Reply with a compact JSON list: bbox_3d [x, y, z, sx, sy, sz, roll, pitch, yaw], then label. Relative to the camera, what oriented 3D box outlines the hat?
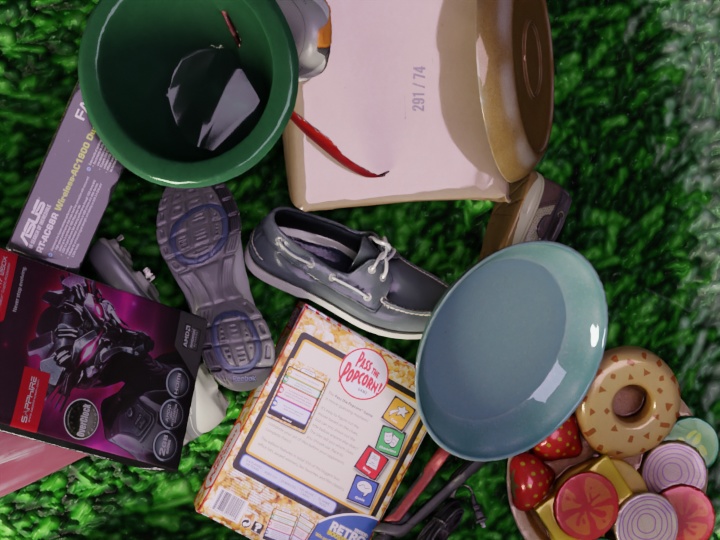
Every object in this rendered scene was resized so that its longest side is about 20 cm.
[{"bbox_3d":[-0.107,-0.131,1.235,0.164,0.176,0.202,-30,82,6],"label":"hat"}]

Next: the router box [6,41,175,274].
[{"bbox_3d":[-0.219,-0.099,1.282,0.062,0.150,0.202,23,89,-11],"label":"router box"}]

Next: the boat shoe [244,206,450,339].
[{"bbox_3d":[0.000,0.000,1.357,0.198,0.062,0.073,20,46,-6],"label":"boat shoe"}]

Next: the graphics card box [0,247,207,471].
[{"bbox_3d":[-0.216,0.071,1.197,0.199,0.051,0.127,23,71,-38],"label":"graphics card box"}]

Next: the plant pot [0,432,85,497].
[{"bbox_3d":[-0.297,0.098,1.268,0.177,0.199,0.203,-11,95,-25],"label":"plant pot"}]

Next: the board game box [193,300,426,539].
[{"bbox_3d":[-0.033,0.151,1.380,0.150,0.046,0.202,29,87,-10],"label":"board game box"}]

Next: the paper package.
[{"bbox_3d":[0.024,-0.154,1.347,0.188,0.103,0.203,-4,94,-10],"label":"paper package"}]

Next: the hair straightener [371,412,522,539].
[{"bbox_3d":[0.080,0.199,1.375,0.077,0.041,0.200,42,65,-1],"label":"hair straightener"}]

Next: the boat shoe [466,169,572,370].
[{"bbox_3d":[0.132,0.013,1.388,0.064,0.073,0.202,19,95,-16],"label":"boat shoe"}]

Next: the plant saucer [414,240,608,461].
[{"bbox_3d":[0.122,0.064,1.345,0.198,0.036,0.202,-14,118,-27],"label":"plant saucer"}]

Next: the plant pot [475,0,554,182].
[{"bbox_3d":[0.134,-0.175,1.322,0.027,0.200,0.203,-2,94,20],"label":"plant pot"}]

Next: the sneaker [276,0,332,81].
[{"bbox_3d":[-0.107,-0.194,1.271,0.091,0.199,0.077,-8,107,-43],"label":"sneaker"}]

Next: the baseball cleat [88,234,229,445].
[{"bbox_3d":[-0.189,0.072,1.316,0.106,0.070,0.201,-34,115,-5],"label":"baseball cleat"}]

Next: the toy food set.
[{"bbox_3d":[0.230,0.185,1.427,0.199,0.049,0.199,-36,98,-7],"label":"toy food set"}]

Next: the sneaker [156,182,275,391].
[{"bbox_3d":[-0.126,0.012,1.346,0.074,0.087,0.202,-13,77,-7],"label":"sneaker"}]
